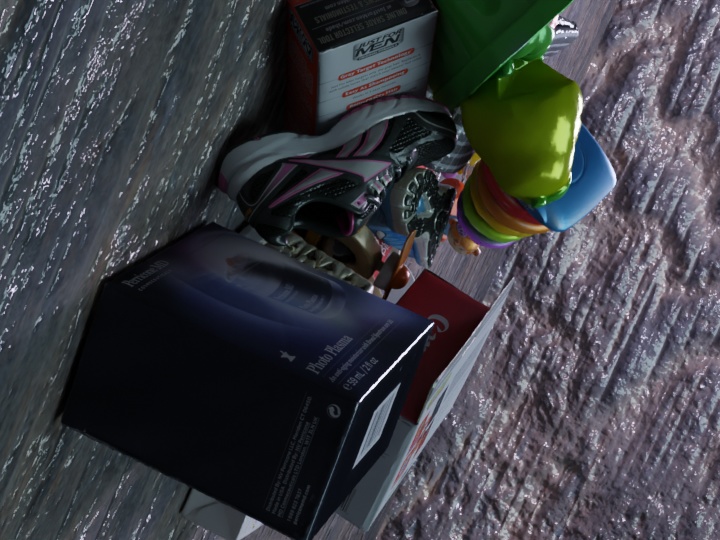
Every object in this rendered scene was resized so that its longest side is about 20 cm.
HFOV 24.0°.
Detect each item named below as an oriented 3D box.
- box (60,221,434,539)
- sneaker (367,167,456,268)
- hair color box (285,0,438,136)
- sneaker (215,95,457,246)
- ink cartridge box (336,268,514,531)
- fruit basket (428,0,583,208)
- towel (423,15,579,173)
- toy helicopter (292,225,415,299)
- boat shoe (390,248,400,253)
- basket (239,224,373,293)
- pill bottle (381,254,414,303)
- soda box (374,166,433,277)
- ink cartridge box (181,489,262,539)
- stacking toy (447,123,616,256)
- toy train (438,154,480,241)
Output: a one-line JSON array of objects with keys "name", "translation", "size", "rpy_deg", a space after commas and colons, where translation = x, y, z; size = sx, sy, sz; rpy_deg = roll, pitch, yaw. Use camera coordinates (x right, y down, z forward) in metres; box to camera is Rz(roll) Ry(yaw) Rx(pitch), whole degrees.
[{"name": "box", "translation": [-0.077, 0.072, 1.229], "size": [0.200, 0.198, 0.124], "rpy_deg": [-40, 152, -68]}, {"name": "sneaker", "translation": [0.032, -0.062, 1.572], "size": [0.200, 0.090, 0.079], "rpy_deg": [51, 58, -71]}, {"name": "hair color box", "translation": [-0.003, -0.152, 1.332], "size": [0.101, 0.061, 0.200], "rpy_deg": [-21, 157, -14]}, {"name": "sneaker", "translation": [-0.009, -0.067, 1.312], "size": [0.199, 0.087, 0.080], "rpy_deg": [-20, 157, -22]}, {"name": "ink cartridge box", "translation": [0.038, 0.092, 1.458], "size": [0.200, 0.084, 0.176], "rpy_deg": [-48, 165, -54]}, {"name": "fruit basket", "translation": [0.127, -0.162, 1.331], "size": [0.155, 0.216, 0.216], "rpy_deg": [-42, 167, -7]}, {"name": "towel", "translation": [0.114, -0.179, 1.550], "size": [0.166, 0.085, 0.200], "rpy_deg": [-58, 171, 20]}, {"name": "toy helicopter", "translation": [0.000, 0.000, 1.520], "size": [0.079, 0.132, 0.200], "rpy_deg": [-60, 148, -23]}, {"name": "boat shoe", "translation": [0.004, 0.012, 1.858], "size": [0.062, 0.071, 0.200], "rpy_deg": [-27, 151, -49]}, {"name": "basket", "translation": [-0.083, 0.080, 1.437], "size": [0.136, 0.123, 0.200], "rpy_deg": [-50, 163, -52]}, {"name": "pill bottle", "translation": [-0.010, 0.068, 1.754], "size": [0.112, 0.111, 0.200], "rpy_deg": [-57, 176, -38]}, {"name": "soda box", "translation": [0.012, -0.077, 1.656], "size": [0.200, 0.063, 0.070], "rpy_deg": [-61, 142, -16]}, {"name": "ink cartridge box", "translation": [-0.108, 0.203, 1.773], "size": [0.117, 0.067, 0.200], "rpy_deg": [-66, 170, 8]}, {"name": "stacking toy", "translation": [0.131, -0.064, 1.577], "size": [0.110, 0.116, 0.200], "rpy_deg": [-38, 178, -35]}, {"name": "toy train", "translation": [0.060, -0.105, 1.739], "size": [0.150, 0.056, 0.200], "rpy_deg": [-54, -147, -3]}]
